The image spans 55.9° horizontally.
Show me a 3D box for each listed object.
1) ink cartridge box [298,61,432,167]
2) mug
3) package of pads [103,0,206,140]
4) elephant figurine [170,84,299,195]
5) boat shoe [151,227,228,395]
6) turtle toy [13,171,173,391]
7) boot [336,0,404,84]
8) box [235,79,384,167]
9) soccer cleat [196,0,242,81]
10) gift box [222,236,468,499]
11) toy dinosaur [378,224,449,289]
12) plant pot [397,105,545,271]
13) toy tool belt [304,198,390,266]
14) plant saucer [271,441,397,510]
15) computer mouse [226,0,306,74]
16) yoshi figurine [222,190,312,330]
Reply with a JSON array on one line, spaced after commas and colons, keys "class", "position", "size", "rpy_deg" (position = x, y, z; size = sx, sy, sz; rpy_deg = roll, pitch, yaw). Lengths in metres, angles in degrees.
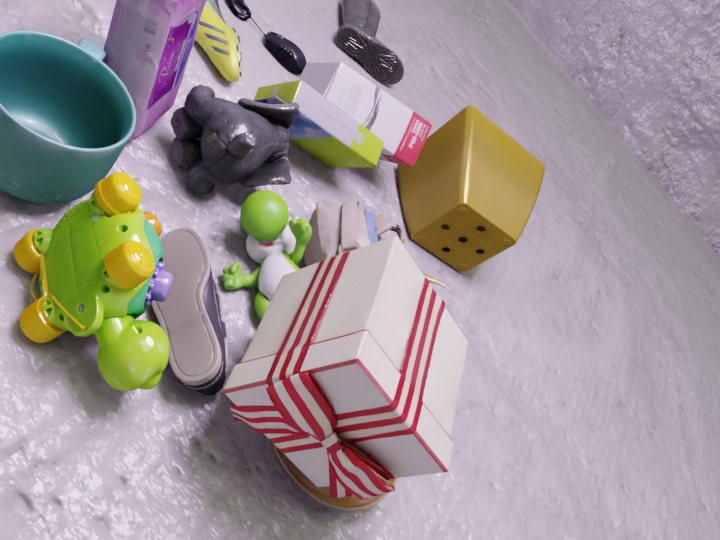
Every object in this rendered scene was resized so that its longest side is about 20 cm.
[{"class": "ink cartridge box", "position": [-0.002, -0.260, 1.124], "size": [0.198, 0.084, 0.146], "rpy_deg": [26, 2, -32]}, {"class": "mug", "position": [-0.316, -0.151, 0.703], "size": [0.153, 0.114, 0.185], "rpy_deg": [51, 34, 2]}, {"class": "package of pads", "position": [-0.250, -0.266, 0.807], "size": [0.075, 0.201, 0.121], "rpy_deg": [27, 38, -8]}, {"class": "elephant figurine", "position": [-0.139, -0.177, 0.900], "size": [0.198, 0.142, 0.156], "rpy_deg": [-12, 62, -48]}, {"class": "boat shoe", "position": [-0.185, 0.044, 0.740], "size": [0.063, 0.071, 0.202], "rpy_deg": [76, -5, -56]}, {"class": "turtle toy", "position": [-0.235, 0.017, 0.638], "size": [0.101, 0.144, 0.203], "rpy_deg": [32, 33, -59]}, {"class": "boot", "position": [0.024, -0.506, 1.463], "size": [0.181, 0.072, 0.201], "rpy_deg": [37, 30, -21]}, {"class": "box", "position": [-0.073, -0.219, 1.015], "size": [0.199, 0.121, 0.048], "rpy_deg": [30, 78, -38]}, {"class": "soccer cleat", "position": [-0.241, -0.373, 1.055], "size": [0.083, 0.065, 0.203], "rpy_deg": [-17, 74, -22]}, {"class": "gift box", "position": [-0.014, 0.111, 0.678], "size": [0.185, 0.198, 0.188], "rpy_deg": [48, 38, -25]}, {"class": "toy dinosaur", "position": [0.041, -0.014, 1.048], "size": [0.197, 0.058, 0.103], "rpy_deg": [10, 66, -33]}, {"class": "plant pot", "position": [0.186, -0.122, 1.186], "size": [0.198, 0.199, 0.179], "rpy_deg": [31, 50, -25]}, {"class": "toy tool belt", "position": [0.000, 0.000, 0.897], "size": [0.121, 0.126, 0.203], "rpy_deg": [2, 54, -20]}, {"class": "plant saucer", "position": [-0.034, 0.175, 0.779], "size": [0.198, 0.035, 0.203], "rpy_deg": [25, 48, -31]}, {"class": "computer mouse", "position": [-0.165, -0.429, 1.198], "size": [0.200, 0.034, 0.059], "rpy_deg": [45, 36, -8]}, {"class": "yoshi figurine", "position": [-0.106, -0.016, 0.825], "size": [0.111, 0.112, 0.202], "rpy_deg": [6, 50, -37]}]
